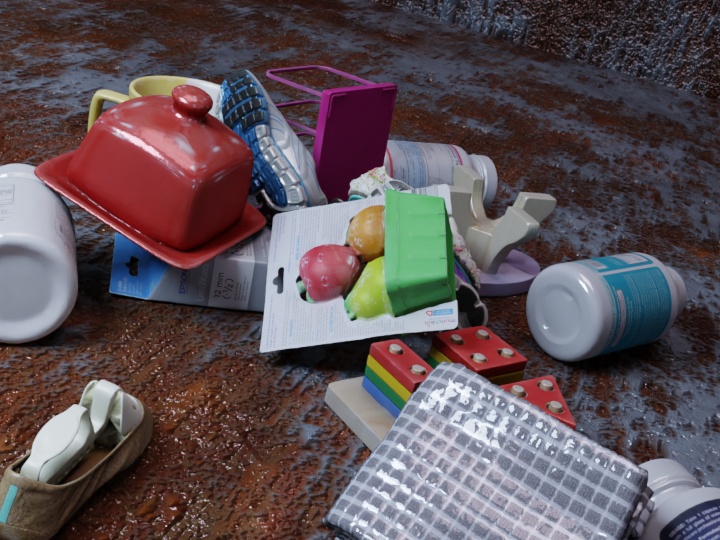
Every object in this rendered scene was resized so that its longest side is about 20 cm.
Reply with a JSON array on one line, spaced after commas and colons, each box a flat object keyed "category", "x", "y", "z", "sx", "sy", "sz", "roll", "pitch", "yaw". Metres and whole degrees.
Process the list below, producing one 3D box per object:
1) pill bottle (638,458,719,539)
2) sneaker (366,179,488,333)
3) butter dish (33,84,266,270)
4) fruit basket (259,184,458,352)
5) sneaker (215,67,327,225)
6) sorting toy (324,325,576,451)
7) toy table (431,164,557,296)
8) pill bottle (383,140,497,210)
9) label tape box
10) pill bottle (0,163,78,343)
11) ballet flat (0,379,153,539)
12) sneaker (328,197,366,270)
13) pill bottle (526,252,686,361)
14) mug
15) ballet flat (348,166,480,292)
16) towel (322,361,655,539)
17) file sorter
[{"category": "pill bottle", "x": 0.267, "y": 0.233, "z": 0.735, "sx": 0.110, "sy": 0.112, "sz": 0.200, "roll": 2, "pitch": 27, "yaw": -24}, {"category": "sneaker", "x": 0.068, "y": -0.008, "z": 1.118, "sx": 0.080, "sy": 0.201, "sz": 0.083, "roll": -30, "pitch": 9, "yaw": 6}, {"category": "butter dish", "x": -0.193, "y": -0.121, "z": 1.027, "sx": 0.199, "sy": 0.149, "sz": 0.199, "roll": 32, "pitch": 26, "yaw": 10}, {"category": "fruit basket", "x": 0.000, "y": 0.000, "z": 1.016, "sx": 0.198, "sy": 0.094, "sz": 0.187, "roll": -13, "pitch": 49, "yaw": 15}, {"category": "sneaker", "x": -0.099, "y": -0.141, "z": 1.155, "sx": 0.086, "sy": 0.075, "sz": 0.202, "roll": -11, "pitch": 74, "yaw": -55}, {"category": "sorting toy", "x": 0.104, "y": 0.129, "z": 0.924, "sx": 0.198, "sy": 0.070, "sz": 0.199, "roll": -5, "pitch": 31, "yaw": -36}, {"category": "toy table", "x": 0.155, "y": -0.047, "z": 1.271, "sx": 0.198, "sy": 0.118, "sz": 0.184, "roll": -5, "pitch": 30, "yaw": -37}, {"category": "pill bottle", "x": 0.091, "y": -0.127, "z": 1.418, "sx": 0.198, "sy": 0.110, "sz": 0.109, "roll": 0, "pitch": 27, "yaw": -27}, {"category": "label tape box", "x": -0.172, "y": -0.021, "z": 1.108, "sx": 0.198, "sy": 0.067, "sz": 0.144, "roll": 9, "pitch": 25, "yaw": -15}, {"category": "pill bottle", "x": -0.337, "y": -0.026, "z": 0.974, "sx": 0.113, "sy": 0.115, "sz": 0.200, "roll": 4, "pitch": 26, "yaw": -19}, {"category": "ballet flat", "x": -0.211, "y": 0.128, "z": 0.759, "sx": 0.067, "sy": 0.073, "sz": 0.200, "roll": 19, "pitch": 25, "yaw": 12}, {"category": "sneaker", "x": -0.026, "y": -0.033, "z": 1.164, "sx": 0.082, "sy": 0.077, "sz": 0.200, "roll": 48, "pitch": 10, "yaw": -14}, {"category": "pill bottle", "x": 0.296, "y": 0.038, "z": 1.167, "sx": 0.198, "sy": 0.112, "sz": 0.111, "roll": -7, "pitch": 31, "yaw": -38}, {"category": "mug", "x": -0.234, "y": -0.155, "z": 1.254, "sx": 0.186, "sy": 0.155, "sz": 0.149, "roll": 31, "pitch": 30, "yaw": 34}, {"category": "ballet flat", "x": 0.075, "y": -0.052, "z": 1.179, "sx": 0.200, "sy": 0.076, "sz": 0.064, "roll": 40, "pitch": 63, "yaw": -5}, {"category": "towel", "x": 0.096, "y": 0.176, "z": 0.723, "sx": 0.199, "sy": 0.086, "sz": 0.166, "roll": 27, "pitch": 63, "yaw": 26}, {"category": "file sorter", "x": -0.057, "y": -0.154, "z": 1.293, "sx": 0.125, "sy": 0.202, "sz": 0.138, "roll": 25, "pitch": 26, "yaw": 31}]
